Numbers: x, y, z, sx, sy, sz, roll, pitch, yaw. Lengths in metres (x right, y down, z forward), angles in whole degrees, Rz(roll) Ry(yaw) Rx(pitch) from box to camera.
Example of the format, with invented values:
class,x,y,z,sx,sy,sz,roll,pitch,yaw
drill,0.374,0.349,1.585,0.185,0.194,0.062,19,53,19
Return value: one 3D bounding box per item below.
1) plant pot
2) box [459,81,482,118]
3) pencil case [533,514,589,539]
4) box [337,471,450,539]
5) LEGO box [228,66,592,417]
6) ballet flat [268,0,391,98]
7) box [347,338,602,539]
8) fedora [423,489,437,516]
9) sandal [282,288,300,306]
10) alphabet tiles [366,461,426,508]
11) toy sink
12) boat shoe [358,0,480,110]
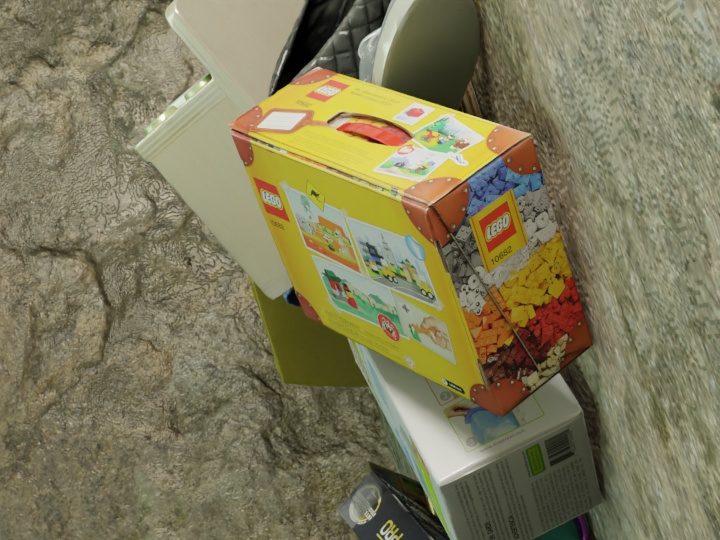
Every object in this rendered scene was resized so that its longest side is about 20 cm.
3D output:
class,x,y,z,sx,sy,sz,roll,pitch,yaw
plant pot,-0.014,-0.013,1.481,0.200,0.176,0.200,-113,7,-50
box,0.073,-0.063,1.182,0.200,0.021,0.164,114,138,-84
pencil case,0.109,0.178,1.263,0.200,0.085,0.093,-129,35,-79
box,0.090,0.247,1.265,0.200,0.049,0.161,39,-176,-36
LEGO box,0.027,-0.022,0.988,0.200,0.077,0.149,25,143,49
ballet flat,-0.010,-0.192,1.076,0.066,0.057,0.201,26,108,45
box,0.065,0.074,1.112,0.113,0.101,0.200,71,172,-49
fedora,0.097,0.199,1.513,0.201,0.082,0.201,162,90,-86
sandal,0.000,0.000,1.299,0.200,0.079,0.087,20,102,50
alphabet tiles,0.095,0.260,1.546,0.167,0.008,0.200,26,-161,-24
toy sink,-0.070,-0.104,1.175,0.200,0.112,0.130,49,-142,-9
boat shoe,0.024,-0.116,1.059,0.072,0.070,0.201,54,155,33
